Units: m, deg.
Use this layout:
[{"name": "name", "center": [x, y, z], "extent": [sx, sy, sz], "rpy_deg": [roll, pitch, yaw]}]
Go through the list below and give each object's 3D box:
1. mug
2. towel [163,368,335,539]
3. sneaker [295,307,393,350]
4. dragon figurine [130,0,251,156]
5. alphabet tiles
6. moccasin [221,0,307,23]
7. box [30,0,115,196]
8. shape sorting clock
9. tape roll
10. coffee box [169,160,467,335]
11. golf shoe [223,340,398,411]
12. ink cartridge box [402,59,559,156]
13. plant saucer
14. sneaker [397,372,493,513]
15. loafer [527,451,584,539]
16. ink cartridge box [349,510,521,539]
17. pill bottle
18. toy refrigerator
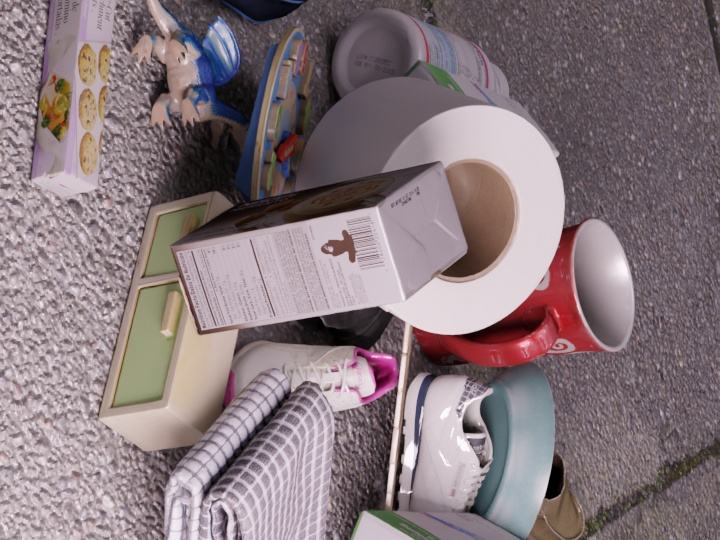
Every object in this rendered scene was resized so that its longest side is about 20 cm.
[{"name": "mug", "center": [0.148, 0.030, 1.828], "extent": [0.177, 0.199, 0.134], "rpy_deg": [-2, 83, -56]}, {"name": "towel", "center": [-0.088, 0.202, 1.453], "extent": [0.166, 0.085, 0.201], "rpy_deg": [-52, 154, -50]}, {"name": "sneaker", "center": [-0.003, 0.000, 1.736], "extent": [0.105, 0.060, 0.200], "rpy_deg": [62, 40, -32]}, {"name": "dragon figurine", "center": [-0.144, -0.183, 1.575], "extent": [0.099, 0.059, 0.201], "rpy_deg": [-38, 117, -56]}, {"name": "alphabet tiles", "center": [0.037, 0.132, 1.697], "extent": [0.167, 0.007, 0.201], "rpy_deg": [-60, 156, -84]}, {"name": "moccasin", "center": [-0.118, -0.287, 1.638], "extent": [0.200, 0.068, 0.081], "rpy_deg": [17, 67, -54]}, {"name": "box", "center": [-0.228, -0.159, 1.460], "extent": [0.041, 0.039, 0.201], "rpy_deg": [30, 56, -51]}, {"name": "shape sorting clock", "center": [-0.068, -0.114, 1.606], "extent": [0.200, 0.039, 0.201], "rpy_deg": [13, 90, -83]}, {"name": "tape roll", "center": [0.060, -0.059, 1.595], "extent": [0.202, 0.139, 0.204], "rpy_deg": [-9, 110, -26]}, {"name": "coffee box", "center": [-0.033, -0.017, 1.429], "extent": [0.114, 0.199, 0.080], "rpy_deg": [-34, 110, -54]}, {"name": "golf shoe", "center": [-0.043, 0.094, 1.621], "extent": [0.200, 0.091, 0.076], "rpy_deg": [-6, 87, -55]}, {"name": "ink cartridge box", "center": [0.083, -0.109, 1.792], "extent": [0.088, 0.145, 0.200], "rpy_deg": [53, 21, 25]}, {"name": "plant saucer", "center": [0.134, 0.186, 1.808], "extent": [0.036, 0.200, 0.201], "rpy_deg": [13, 65, -17]}, {"name": "sneaker", "center": [0.086, 0.200, 1.772], "extent": [0.076, 0.080, 0.201], "rpy_deg": [-25, 118, -64]}, {"name": "loafer", "center": [0.195, 0.238, 1.958], "extent": [0.200, 0.067, 0.076], "rpy_deg": [44, 47, -41]}, {"name": "ink cartridge box", "center": [0.060, 0.303, 1.670], "extent": [0.200, 0.084, 0.146], "rpy_deg": [13, 100, -55]}, {"name": "pill bottle", "center": [0.067, -0.194, 1.854], "extent": [0.200, 0.108, 0.110], "rpy_deg": [12, 71, -55]}, {"name": "toy refrigerator", "center": [-0.148, 0.039, 1.490], "extent": [0.070, 0.076, 0.201], "rpy_deg": [42, 49, -43]}]
